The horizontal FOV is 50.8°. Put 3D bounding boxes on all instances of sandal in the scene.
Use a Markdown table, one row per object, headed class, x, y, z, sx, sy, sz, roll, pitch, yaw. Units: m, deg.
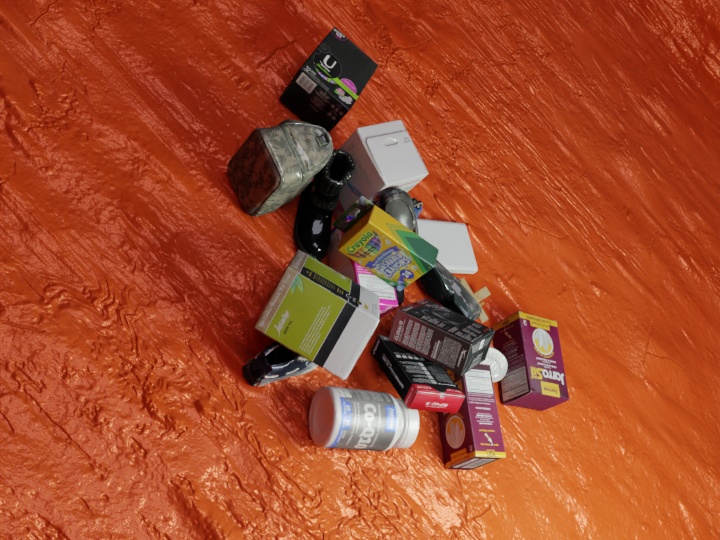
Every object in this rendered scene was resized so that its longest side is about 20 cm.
| class | x | y | z | sx | sy | sz | roll | pitch | yaw |
| --- | --- | --- | --- | --- | --- | --- | --- | --- | --- |
| sandal | 0.251 | 0.199 | 1.735 | 0.200 | 0.084 | 0.050 | 18 | 13 | -24 |

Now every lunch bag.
| class | x | y | z | sx | sy | sz | roll | pitch | yaw |
| --- | --- | --- | --- | --- | --- | --- | --- | --- | --- |
| lunch bag | -0.162 | -0.216 | 1.579 | 0.166 | 0.200 | 0.141 | -19 | 80 | -36 |

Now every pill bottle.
| class | x | y | z | sx | sy | sz | roll | pitch | yaw |
| --- | --- | --- | --- | --- | --- | --- | --- | --- | --- |
| pill bottle | 0.009 | 0.291 | 1.474 | 0.197 | 0.114 | 0.116 | 11 | 59 | -30 |

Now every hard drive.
| class | x | y | z | sx | sy | sz | roll | pitch | yaw |
| --- | --- | --- | --- | --- | --- | --- | --- | --- | --- |
| hard drive | 0.192 | -0.059 | 1.854 | 0.197 | 0.026 | 0.134 | 3 | 64 | -35 |

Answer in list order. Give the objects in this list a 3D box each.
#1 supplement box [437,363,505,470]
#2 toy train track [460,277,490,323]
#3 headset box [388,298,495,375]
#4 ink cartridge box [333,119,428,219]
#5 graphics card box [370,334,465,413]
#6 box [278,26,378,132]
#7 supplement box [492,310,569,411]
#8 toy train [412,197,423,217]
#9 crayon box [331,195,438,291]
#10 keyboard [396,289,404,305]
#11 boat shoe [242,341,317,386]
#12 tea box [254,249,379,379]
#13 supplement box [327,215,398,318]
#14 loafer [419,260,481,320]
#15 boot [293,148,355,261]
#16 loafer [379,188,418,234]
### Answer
| class | x | y | z | sx | sy | sz | roll | pitch | yaw |
| --- | --- | --- | --- | --- | --- | --- | --- | --- | --- |
| supplement box | 0.230 | 0.311 | 1.621 | 0.084 | 0.110 | 0.203 | 9 | 60 | -29 |
| toy train track | 0.231 | 0.092 | 1.797 | 0.198 | 0.033 | 0.116 | -27 | 83 | -34 |
| headset box | 0.166 | 0.133 | 1.618 | 0.198 | 0.078 | 0.148 | 23 | 17 | 24 |
| ink cartridge box | 0.023 | -0.217 | 1.704 | 0.144 | 0.200 | 0.146 | -20 | 77 | -40 |
| graphics card box | 0.115 | 0.212 | 1.566 | 0.124 | 0.051 | 0.200 | 11 | 25 | -30 |
| box | -0.074 | -0.451 | 1.815 | 0.148 | 0.124 | 0.201 | 39 | 49 | -13 |
| supplement box | 0.401 | 0.216 | 1.800 | 0.129 | 0.103 | 0.203 | 14 | 59 | -30 |
| toy train | 0.075 | -0.120 | 1.777 | 0.198 | 0.034 | 0.046 | -27 | 70 | -32 |
| crayon box | 0.043 | -0.051 | 1.542 | 0.199 | 0.125 | 0.052 | 34 | 51 | -15 |
| keyboard | 0.076 | -0.002 | 1.746 | 0.102 | 0.040 | 0.203 | 8 | 59 | -5 |
| boat shoe | -0.125 | 0.163 | 1.463 | 0.198 | 0.093 | 0.075 | -22 | 79 | -40 |
| tea box | -0.076 | 0.076 | 1.438 | 0.195 | 0.135 | 0.200 | 31 | 10 | -4 |
| supplement box | 0.000 | 0.000 | 1.636 | 0.102 | 0.101 | 0.203 | 8 | 62 | -32 |
| loafer | 0.202 | 0.040 | 1.753 | 0.072 | 0.073 | 0.202 | -28 | 81 | -38 |
| boot | -0.076 | -0.139 | 1.620 | 0.078 | 0.158 | 0.214 | 14 | 58 | -28 |
| loafer | 0.094 | -0.108 | 1.665 | 0.200 | 0.072 | 0.073 | 53 | 15 | -60 |
